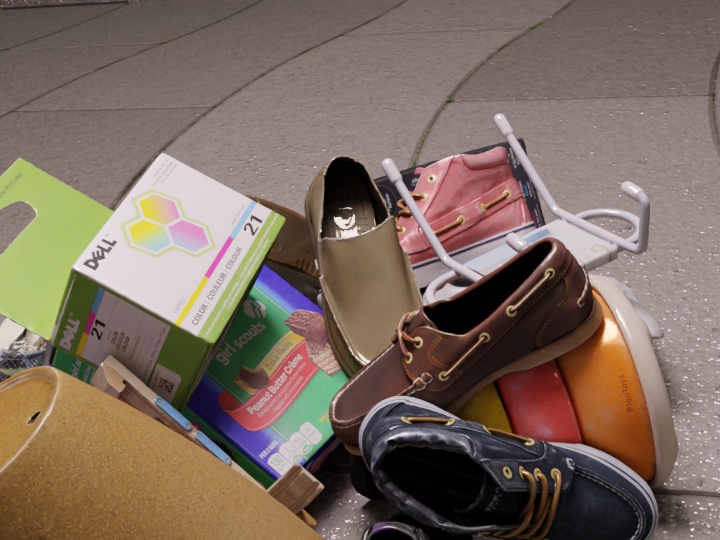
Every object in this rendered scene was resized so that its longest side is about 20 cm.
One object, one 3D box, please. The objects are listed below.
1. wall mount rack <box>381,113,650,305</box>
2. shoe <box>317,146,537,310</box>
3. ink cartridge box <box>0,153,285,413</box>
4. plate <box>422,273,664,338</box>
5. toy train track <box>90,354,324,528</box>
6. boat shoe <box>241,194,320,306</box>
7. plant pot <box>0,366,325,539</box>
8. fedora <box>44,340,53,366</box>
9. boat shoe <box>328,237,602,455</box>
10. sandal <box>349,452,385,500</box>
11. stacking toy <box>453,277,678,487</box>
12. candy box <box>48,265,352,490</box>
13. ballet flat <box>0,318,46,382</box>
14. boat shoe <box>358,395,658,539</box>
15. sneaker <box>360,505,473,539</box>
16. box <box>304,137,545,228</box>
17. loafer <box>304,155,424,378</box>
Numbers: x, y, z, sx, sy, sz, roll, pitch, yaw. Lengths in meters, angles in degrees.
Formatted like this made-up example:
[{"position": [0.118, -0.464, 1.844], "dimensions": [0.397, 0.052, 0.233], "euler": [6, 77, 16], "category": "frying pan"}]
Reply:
[{"position": [0.115, -0.044, 0.868], "dimensions": [0.198, 0.076, 0.173], "euler": [-23, 33, -27], "category": "wall mount rack"}, {"position": [0.046, -0.035, 0.941], "dimensions": [0.197, 0.092, 0.071], "euler": [-19, 0, -16], "category": "shoe"}, {"position": [-0.171, -0.018, 0.778], "dimensions": [0.198, 0.076, 0.149], "euler": [29, 39, -3], "category": "ink cartridge box"}, {"position": [0.145, 0.024, 0.966], "dimensions": [0.196, 0.033, 0.200], "euler": [3, 6, 8], "category": "plate"}, {"position": [-0.095, 0.133, 0.725], "dimensions": [0.199, 0.115, 0.033], "euler": [42, 47, -1], "category": "toy train track"}, {"position": [-0.044, -0.002, 0.985], "dimensions": [0.198, 0.066, 0.075], "euler": [26, 54, -21], "category": "boat shoe"}, {"position": [-0.118, 0.148, 0.555], "dimensions": [0.185, 0.201, 0.187], "euler": [-28, 26, 15], "category": "plant pot"}, {"position": [-0.198, 0.081, 0.950], "dimensions": [0.197, 0.092, 0.176], "euler": [9, 27, 33], "category": "fedora"}, {"position": [0.058, 0.046, 0.750], "dimensions": [0.198, 0.071, 0.071], "euler": [-33, 35, 10], "category": "boat shoe"}, {"position": [0.062, 0.101, 0.863], "dimensions": [0.198, 0.076, 0.045], "euler": [-26, 27, -32], "category": "sandal"}, {"position": [0.103, 0.099, 0.788], "dimensions": [0.197, 0.148, 0.146], "euler": [-16, 23, -2], "category": "stacking toy"}, {"position": [-0.099, 0.071, 0.852], "dimensions": [0.199, 0.078, 0.169], "euler": [36, 36, 11], "category": "candy box"}, {"position": [-0.294, 0.055, 1.069], "dimensions": [0.073, 0.075, 0.201], "euler": [-3, 23, 8], "category": "ballet flat"}, {"position": [0.093, 0.137, 0.691], "dimensions": [0.197, 0.072, 0.091], "euler": [18, 6, -4], "category": "boat shoe"}, {"position": [0.033, 0.174, 0.677], "dimensions": [0.074, 0.089, 0.201], "euler": [-2, 23, 10], "category": "sneaker"}, {"position": [0.064, -0.049, 1.124], "dimensions": [0.197, 0.108, 0.122], "euler": [-18, 4, -25], "category": "box"}, {"position": [0.000, 0.000, 0.851], "dimensions": [0.075, 0.068, 0.202], "euler": [-18, 62, -8], "category": "loafer"}]
